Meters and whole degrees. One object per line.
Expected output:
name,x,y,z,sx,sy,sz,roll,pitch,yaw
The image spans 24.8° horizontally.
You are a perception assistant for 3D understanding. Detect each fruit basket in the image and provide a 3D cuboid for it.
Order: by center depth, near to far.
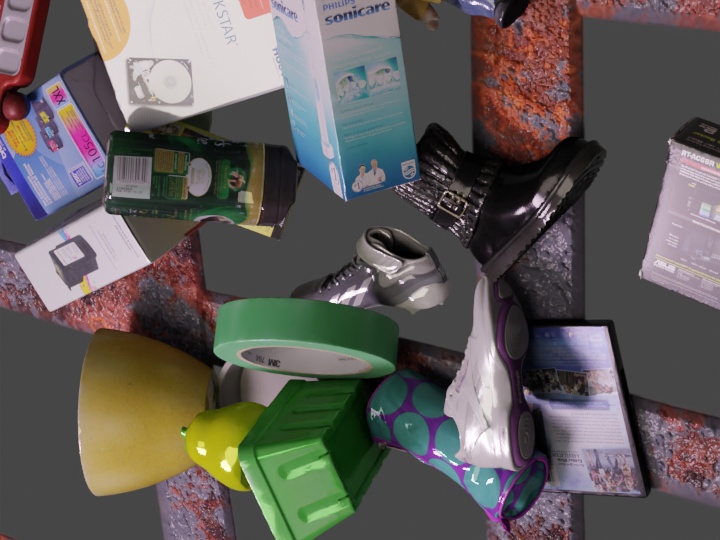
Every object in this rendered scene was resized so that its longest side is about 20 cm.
fruit basket,-0.091,0.207,1.797,0.214,0.215,0.157,-14,106,40

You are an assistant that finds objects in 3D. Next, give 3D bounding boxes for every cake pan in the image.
cake pan,-0.082,0.174,1.936,0.199,0.037,0.202,17,123,28

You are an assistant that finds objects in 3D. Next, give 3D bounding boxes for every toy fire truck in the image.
toy fire truck,-0.442,-0.239,1.880,0.167,0.112,0.202,13,91,28

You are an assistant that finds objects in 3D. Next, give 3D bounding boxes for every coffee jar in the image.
coffee jar,-0.164,-0.094,1.689,0.198,0.104,0.086,5,85,-9

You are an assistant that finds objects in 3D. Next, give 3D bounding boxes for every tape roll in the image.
tape roll,-0.058,0.075,1.766,0.199,0.200,0.049,-6,71,37

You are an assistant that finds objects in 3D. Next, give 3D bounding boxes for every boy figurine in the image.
boy figurine,0.065,-0.291,1.557,0.199,0.064,0.125,24,126,24

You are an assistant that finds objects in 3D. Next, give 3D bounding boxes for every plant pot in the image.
plant pot,-0.245,0.170,1.970,0.140,0.201,0.202,0,117,7

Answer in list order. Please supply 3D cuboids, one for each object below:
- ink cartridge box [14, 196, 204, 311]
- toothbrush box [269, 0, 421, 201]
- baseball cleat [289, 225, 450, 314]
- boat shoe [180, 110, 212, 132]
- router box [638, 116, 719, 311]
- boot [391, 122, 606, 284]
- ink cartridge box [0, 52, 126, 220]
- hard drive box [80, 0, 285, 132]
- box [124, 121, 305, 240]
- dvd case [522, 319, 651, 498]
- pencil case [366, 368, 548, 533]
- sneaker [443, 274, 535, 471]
ink cartridge box,-0.278,-0.044,1.885,0.199,0.146,0.083,-23,103,42
toothbrush box,-0.018,-0.189,1.586,0.146,0.085,0.202,-140,36,-62
baseball cleat,0.000,0.000,1.758,0.198,0.070,0.107,-7,124,27
boat shoe,-0.228,-0.228,1.805,0.071,0.070,0.202,27,148,59
router box,0.364,-0.033,1.485,0.199,0.062,0.151,24,127,23
boot,0.129,-0.097,1.607,0.158,0.079,0.211,46,132,6
ink cartridge box,-0.356,-0.149,1.931,0.199,0.076,0.137,-23,100,43
hard drive box,-0.166,-0.247,1.688,0.198,0.077,0.157,-17,106,13
box,-0.166,-0.106,1.786,0.198,0.050,0.076,19,128,-2
dvd case,0.220,0.145,1.716,0.142,0.018,0.202,-2,112,36
pencil case,0.102,0.190,1.765,0.199,0.085,0.093,31,87,29
sneaker,0.123,0.105,1.682,0.099,0.075,0.202,-5,86,35
